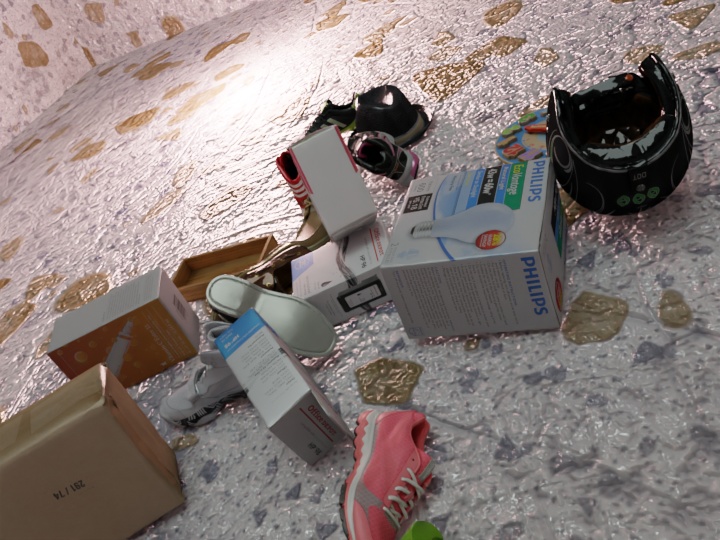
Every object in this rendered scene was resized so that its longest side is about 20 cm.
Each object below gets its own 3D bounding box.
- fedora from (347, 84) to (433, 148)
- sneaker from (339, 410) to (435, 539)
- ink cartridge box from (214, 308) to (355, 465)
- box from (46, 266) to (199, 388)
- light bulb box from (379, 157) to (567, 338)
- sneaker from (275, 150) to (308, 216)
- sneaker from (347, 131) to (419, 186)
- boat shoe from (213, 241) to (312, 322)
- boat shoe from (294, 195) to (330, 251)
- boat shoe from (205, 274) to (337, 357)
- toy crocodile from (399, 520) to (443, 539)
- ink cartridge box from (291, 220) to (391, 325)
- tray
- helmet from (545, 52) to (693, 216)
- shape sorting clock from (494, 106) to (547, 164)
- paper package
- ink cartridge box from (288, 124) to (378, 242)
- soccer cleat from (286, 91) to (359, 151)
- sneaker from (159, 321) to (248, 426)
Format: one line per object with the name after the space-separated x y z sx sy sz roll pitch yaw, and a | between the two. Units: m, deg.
0.046 -0.310 1.452 0.198 0.092 0.202 -19 34 13 | fedora
0.033 0.218 0.758 0.086 0.074 0.201 -15 35 18 | sneaker
-0.086 0.150 0.874 0.067 0.116 0.200 -39 48 -5 | ink cartridge box
-0.376 0.105 1.178 0.198 0.125 0.098 -26 33 5 | box
0.155 -0.028 0.946 0.198 0.126 0.199 -7 38 24 | light bulb box
-0.108 -0.198 1.397 0.078 0.116 0.201 -25 33 6 | sneaker
0.024 -0.216 1.321 0.200 0.086 0.081 30 102 54 | sneaker
-0.148 0.027 1.160 0.200 0.072 0.067 -44 33 -26 | boat shoe
-0.068 -0.111 1.292 0.073 0.067 0.201 -4 40 34 | boat shoe
-0.124 0.071 1.027 0.198 0.060 0.075 20 69 8 | boat shoe
0.076 0.303 0.628 0.068 0.061 0.200 -64 31 17 | toy crocodile
0.000 0.000 1.087 0.198 0.068 0.116 -24 33 7 | ink cartridge box
-0.245 0.000 1.305 0.198 0.037 0.099 -14 36 23 | tray
0.334 -0.171 0.955 0.197 0.191 0.203 -4 76 18 | helmet
0.313 -0.223 1.182 0.198 0.039 0.201 -20 34 14 | shape sorting clock
-0.347 0.249 0.896 0.199 0.192 0.104 -31 28 -5 | paper package
-0.040 -0.127 1.144 0.082 0.148 0.200 -26 -1 -1 | ink cartridge box
-0.078 -0.313 1.563 0.198 0.082 0.068 -27 32 3 | soccer cleat
-0.208 0.138 1.012 0.198 0.116 0.075 -21 32 12 | sneaker
